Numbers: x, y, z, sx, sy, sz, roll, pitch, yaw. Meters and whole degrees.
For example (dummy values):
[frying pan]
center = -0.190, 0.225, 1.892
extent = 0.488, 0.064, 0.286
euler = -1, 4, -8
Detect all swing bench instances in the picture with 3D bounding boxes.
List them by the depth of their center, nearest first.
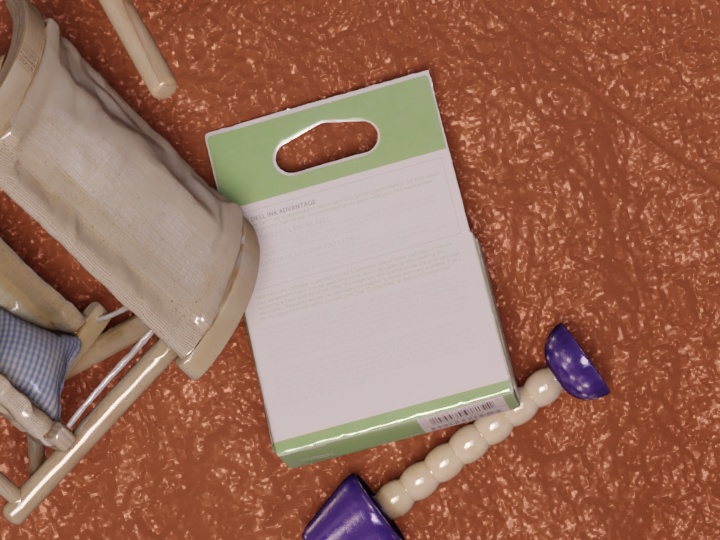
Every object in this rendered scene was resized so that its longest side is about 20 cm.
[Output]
[swing bench]
center = -0.186, -0.007, 1.481
extent = 0.200, 0.130, 0.199
euler = -38, 120, 13

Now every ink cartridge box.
[ink cartridge box]
center = 0.000, 0.000, 1.570
extent = 0.145, 0.048, 0.201
euler = -15, 74, 6

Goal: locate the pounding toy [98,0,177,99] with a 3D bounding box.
[pounding toy]
center = -0.138, -0.215, 1.440
extent = 0.142, 0.184, 0.201
euler = -33, 116, -33

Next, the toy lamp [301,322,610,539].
[toy lamp]
center = 0.054, 0.111, 1.588
extent = 0.200, 0.058, 0.058
euler = -35, 97, 2
